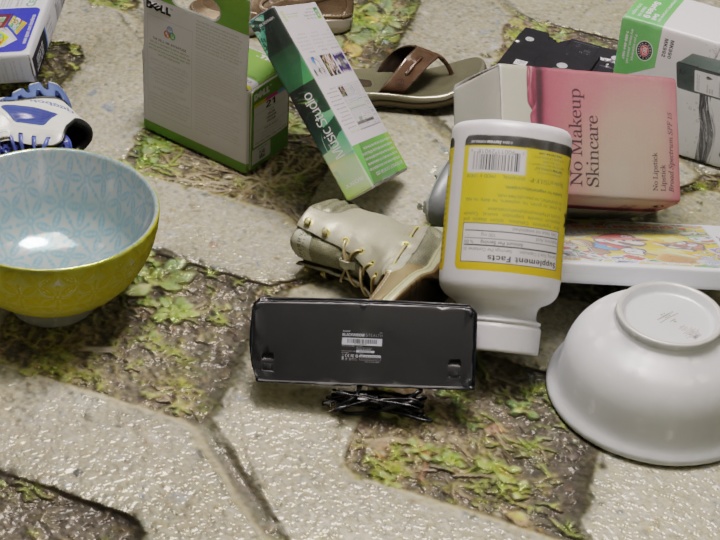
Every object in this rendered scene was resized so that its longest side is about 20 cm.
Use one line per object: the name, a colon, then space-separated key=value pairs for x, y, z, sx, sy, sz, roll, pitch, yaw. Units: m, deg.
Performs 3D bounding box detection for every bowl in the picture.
bowl: x=-0.280 y=-0.015 z=1.614 sx=0.198 sy=0.109 sz=0.201 roll=3 pitch=35 yaw=-2
bowl: x=0.265 y=0.073 z=1.566 sx=0.199 sy=0.091 sz=0.202 roll=2 pitch=35 yaw=-2

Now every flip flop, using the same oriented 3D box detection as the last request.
flip flop: x=0.044 y=-0.221 z=1.983 sx=0.198 sy=0.058 sz=0.081 roll=-2 pitch=31 yaw=-2

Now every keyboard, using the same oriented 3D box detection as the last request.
keyboard: x=0.002 y=0.079 z=1.548 sx=0.198 sy=0.040 sz=0.105 roll=3 pitch=76 yaw=5

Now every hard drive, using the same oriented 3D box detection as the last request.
hard drive: x=0.215 y=-0.202 z=1.996 sx=0.138 sy=0.038 sz=0.200 roll=16 pitch=36 yaw=16

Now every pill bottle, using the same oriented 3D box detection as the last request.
pill bottle: x=0.127 y=-0.028 z=1.591 sx=0.110 sy=0.202 sz=0.111 roll=6 pitch=-3 yaw=0

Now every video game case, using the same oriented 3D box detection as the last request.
video game case: x=0.272 y=-0.018 z=1.702 sx=0.198 sy=0.023 sz=0.182 roll=2 pitch=15 yaw=-2

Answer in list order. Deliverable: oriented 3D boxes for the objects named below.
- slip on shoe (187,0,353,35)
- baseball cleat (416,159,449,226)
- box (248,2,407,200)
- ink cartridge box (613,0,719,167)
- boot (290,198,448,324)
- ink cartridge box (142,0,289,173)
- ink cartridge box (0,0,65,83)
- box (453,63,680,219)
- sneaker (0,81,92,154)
slip on shoe: x=-0.105 y=-0.317 z=2.103 sx=0.198 sy=0.061 sz=0.076 roll=1 pitch=35 yaw=-5
baseball cleat: x=0.145 y=-0.094 z=1.807 sx=0.106 sy=0.070 sz=0.200 roll=21 pitch=39 yaw=24
box: x=-0.030 y=-0.172 z=1.778 sx=0.036 sy=0.201 sz=0.144 roll=-30 pitch=0 yaw=18
ink cartridge box: x=0.376 y=-0.200 z=1.915 sx=0.198 sy=0.147 sz=0.084 roll=19 pitch=37 yaw=21
boot: x=0.000 y=0.000 z=1.657 sx=0.153 sy=0.073 sz=0.200 roll=19 pitch=32 yaw=18
ink cartridge box: x=-0.149 y=-0.223 z=1.843 sx=0.147 sy=0.202 sz=0.076 roll=25 pitch=40 yaw=27
ink cartridge box: x=-0.430 y=-0.262 z=1.917 sx=0.198 sy=0.047 sz=0.199 roll=-3 pitch=37 yaw=6
box: x=0.201 y=-0.123 z=1.740 sx=0.198 sy=0.129 sz=0.109 roll=2 pitch=-7 yaw=-22
sneaker: x=-0.349 y=-0.127 z=1.790 sx=0.198 sy=0.081 sz=0.115 roll=-23 pitch=41 yaw=-36
